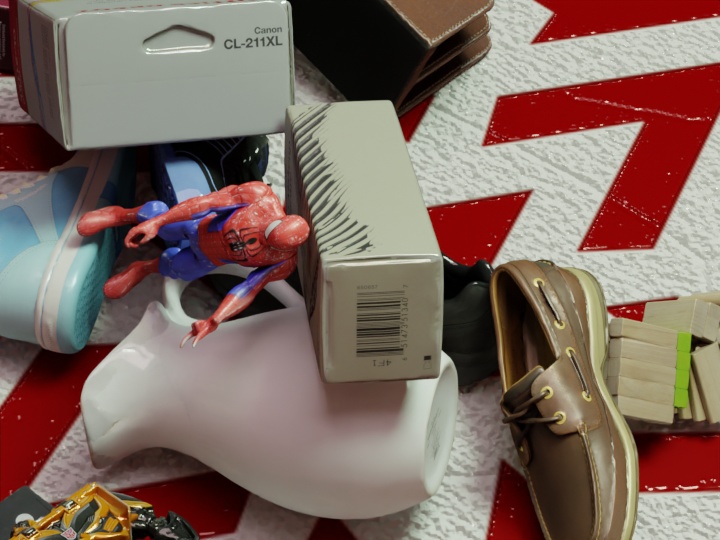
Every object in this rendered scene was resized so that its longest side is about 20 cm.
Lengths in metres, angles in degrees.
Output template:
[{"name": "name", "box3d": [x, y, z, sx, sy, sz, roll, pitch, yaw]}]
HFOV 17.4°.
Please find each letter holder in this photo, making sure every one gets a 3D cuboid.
[{"name": "letter holder", "box3d": [0.006, -0.224, 1.637, 0.200, 0.101, 0.142, 46, 53, 10]}]

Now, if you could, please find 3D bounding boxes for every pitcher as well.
[{"name": "pitcher", "box3d": [-0.042, 0.058, 1.383, 0.199, 0.121, 0.172, 8, 50, 15]}]

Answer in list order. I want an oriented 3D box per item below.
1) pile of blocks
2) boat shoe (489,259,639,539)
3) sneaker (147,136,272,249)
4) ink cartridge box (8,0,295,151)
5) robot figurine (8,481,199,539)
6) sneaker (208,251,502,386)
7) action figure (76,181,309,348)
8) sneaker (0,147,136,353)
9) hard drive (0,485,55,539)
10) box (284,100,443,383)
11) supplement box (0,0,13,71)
[{"name": "pile of blocks", "box3d": [0.209, 0.049, 1.475, 0.200, 0.082, 0.062, -19, 7, -35]}, {"name": "boat shoe", "box3d": [0.111, 0.084, 1.381, 0.067, 0.072, 0.201, 17, 53, -37]}, {"name": "sneaker", "box3d": [-0.092, -0.063, 1.487, 0.078, 0.070, 0.200, -6, 20, -7]}, {"name": "ink cartridge box", "box3d": [-0.134, -0.133, 1.475, 0.145, 0.083, 0.200, -5, 13, -15]}, {"name": "robot figurine", "box3d": [-0.114, 0.187, 1.237, 0.200, 0.058, 0.145, 36, 51, 24]}, {"name": "sneaker", "box3d": [0.000, 0.000, 1.463, 0.199, 0.091, 0.076, 14, 47, 9]}, {"name": "action figure", "box3d": [-0.108, -0.005, 1.327, 0.099, 0.065, 0.200, -34, 17, -36]}, {"name": "sneaker", "box3d": [-0.216, -0.035, 1.481, 0.130, 0.080, 0.200, 7, 39, 6]}, {"name": "hard drive", "box3d": [-0.165, 0.218, 1.268, 0.200, 0.038, 0.140, 35, 52, 25]}, {"name": "box", "box3d": [-0.001, -0.020, 1.334, 0.068, 0.082, 0.200, -3, 28, -7]}, {"name": "supplement box", "box3d": [-0.216, -0.191, 1.643, 0.199, 0.061, 0.109, 9, 45, 0]}]
